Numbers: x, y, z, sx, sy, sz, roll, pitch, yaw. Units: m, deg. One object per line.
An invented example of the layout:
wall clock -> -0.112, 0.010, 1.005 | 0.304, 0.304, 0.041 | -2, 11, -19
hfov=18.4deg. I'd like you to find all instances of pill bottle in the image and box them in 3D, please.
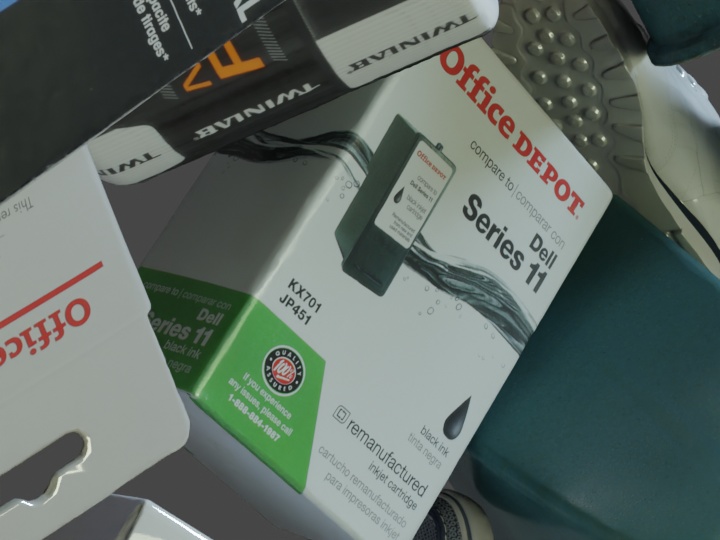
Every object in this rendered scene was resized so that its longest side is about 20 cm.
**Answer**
pill bottle -> -0.059, -0.097, 0.807 | 0.199, 0.106, 0.106 | -23, 121, 11

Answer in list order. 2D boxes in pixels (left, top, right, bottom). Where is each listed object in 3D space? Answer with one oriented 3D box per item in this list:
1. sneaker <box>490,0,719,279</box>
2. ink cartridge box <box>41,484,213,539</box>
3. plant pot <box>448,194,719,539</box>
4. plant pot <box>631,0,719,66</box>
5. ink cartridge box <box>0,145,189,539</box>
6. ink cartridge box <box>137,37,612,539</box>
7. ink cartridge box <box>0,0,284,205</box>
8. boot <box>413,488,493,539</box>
sneaker -> 0.125, -0.075, 1.049 | 0.081, 0.076, 0.200 | -56, 133, -32
ink cartridge box -> -0.043, 0.168, 0.855 | 0.200, 0.148, 0.086 | 33, 75, -18
plant pot -> 0.137, 0.090, 0.974 | 0.141, 0.200, 0.141 | -38, 122, -8
plant pot -> 0.152, -0.224, 0.946 | 0.200, 0.200, 0.196 | -40, 99, -27
ink cartridge box -> -0.139, -0.015, 0.637 | 0.115, 0.068, 0.201 | -32, 114, -31
ink cartridge box -> 0.000, 0.000, 0.940 | 0.147, 0.083, 0.200 | 44, 70, -37
ink cartridge box -> -0.082, -0.090, 0.611 | 0.200, 0.037, 0.095 | -41, 119, -33
boot -> -0.011, 0.182, 0.973 | 0.090, 0.073, 0.201 | 27, 77, -38
